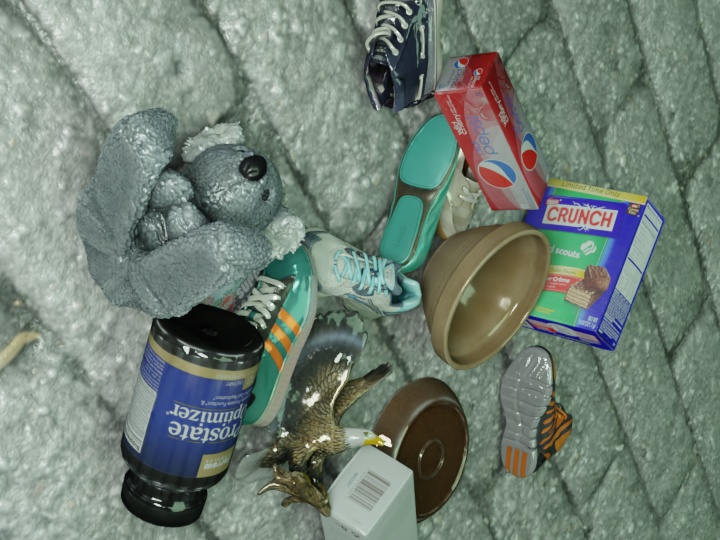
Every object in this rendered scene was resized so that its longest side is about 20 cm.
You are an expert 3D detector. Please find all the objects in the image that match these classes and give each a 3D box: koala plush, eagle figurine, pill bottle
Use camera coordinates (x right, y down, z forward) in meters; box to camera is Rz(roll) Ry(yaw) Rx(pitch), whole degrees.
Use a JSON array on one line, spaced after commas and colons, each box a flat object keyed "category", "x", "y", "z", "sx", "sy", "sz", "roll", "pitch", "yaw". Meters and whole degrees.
[{"category": "koala plush", "x": -0.148, "y": -0.060, "z": 1.122, "sx": 0.178, "sy": 0.184, "sz": 0.200, "roll": 51, "pitch": 42, "yaw": 2}, {"category": "eagle figurine", "x": -0.042, "y": 0.163, "z": 1.324, "sx": 0.149, "sy": 0.152, "sz": 0.202, "roll": 20, "pitch": 61, "yaw": -20}, {"category": "pill bottle", "x": -0.170, "y": 0.142, "z": 1.160, "sx": 0.111, "sy": 0.111, "sz": 0.202, "roll": -5, "pitch": 120, "yaw": -47}]

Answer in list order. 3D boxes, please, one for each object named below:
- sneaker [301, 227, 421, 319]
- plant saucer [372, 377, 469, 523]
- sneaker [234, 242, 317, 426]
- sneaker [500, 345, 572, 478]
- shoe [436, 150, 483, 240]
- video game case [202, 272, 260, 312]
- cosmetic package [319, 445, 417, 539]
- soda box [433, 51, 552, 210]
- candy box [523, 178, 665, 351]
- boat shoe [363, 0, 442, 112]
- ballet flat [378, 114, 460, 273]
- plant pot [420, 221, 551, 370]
[{"category": "sneaker", "x": 0.000, "y": 0.000, "z": 1.340, "sx": 0.199, "sy": 0.085, "sz": 0.079, "roll": 25, "pitch": 67, "yaw": -53}, {"category": "plant saucer", "x": 0.082, "y": 0.241, "z": 1.548, "sx": 0.199, "sy": 0.034, "sz": 0.203, "roll": -15, "pitch": 110, "yaw": -46}, {"category": "sneaker", "x": -0.104, "y": 0.064, "z": 1.237, "sx": 0.080, "sy": 0.071, "sz": 0.202, "roll": 14, "pitch": 91, "yaw": -53}, {"category": "sneaker", "x": 0.257, "y": 0.190, "z": 1.710, "sx": 0.112, "sy": 0.077, "sz": 0.202, "roll": -21, "pitch": 125, "yaw": -48}, {"category": "shoe", "x": 0.129, "y": -0.134, "z": 1.485, "sx": 0.069, "sy": 0.053, "sz": 0.203, "roll": -4, "pitch": 103, "yaw": -47}, {"category": "video game case", "x": -0.131, "y": -0.006, "z": 1.255, "sx": 0.143, "sy": 0.017, "sz": 0.201, "roll": -48, "pitch": 131, "yaw": -28}, {"category": "cosmetic package", "x": 0.013, "y": 0.305, "z": 1.413, "sx": 0.102, "sy": 0.074, "sz": 0.201, "roll": -48, "pitch": 153, "yaw": -30}, {"category": "soda box", "x": 0.160, "y": -0.161, "z": 1.414, "sx": 0.201, "sy": 0.069, "sz": 0.064, "roll": 57, "pitch": 46, "yaw": -39}, {"category": "candy box", "x": 0.295, "y": -0.013, "z": 1.617, "sx": 0.077, "sy": 0.168, "sz": 0.202, "roll": 40, "pitch": 70, "yaw": -49}, {"category": "boat shoe", "x": 0.043, "y": -0.274, "z": 1.334, "sx": 0.093, "sy": 0.074, "sz": 0.202, "roll": -39, "pitch": 128, "yaw": -44}, {"category": "ballet flat", "x": 0.073, "y": -0.090, "z": 1.439, "sx": 0.070, "sy": 0.067, "sz": 0.202, "roll": 42, "pitch": 67, "yaw": -71}, {"category": "plant pot", "x": 0.141, "y": 0.015, "z": 1.488, "sx": 0.200, "sy": 0.092, "sz": 0.202, "roll": -34, "pitch": 144, "yaw": -29}]
